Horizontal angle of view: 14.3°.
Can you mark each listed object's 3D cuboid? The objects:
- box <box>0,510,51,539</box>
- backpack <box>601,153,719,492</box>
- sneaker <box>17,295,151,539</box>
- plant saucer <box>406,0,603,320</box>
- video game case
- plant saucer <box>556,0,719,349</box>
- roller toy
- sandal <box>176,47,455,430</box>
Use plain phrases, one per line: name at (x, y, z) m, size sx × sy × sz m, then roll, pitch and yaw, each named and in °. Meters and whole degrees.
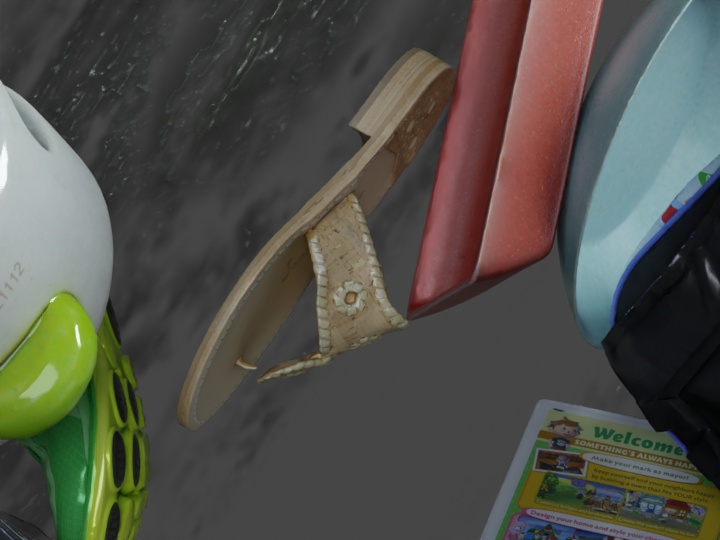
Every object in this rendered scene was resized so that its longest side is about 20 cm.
box at (-0.193, 0.214, 1.300) m, size 0.115 × 0.132 × 0.200 m, roll 41°, pitch 87°, yaw 13°
backpack at (0.208, 0.014, 1.242) m, size 0.190 × 0.154 × 0.200 m, roll -40°, pitch 82°, yaw 38°
sneaker at (-0.152, 0.051, 1.354) m, size 0.083 × 0.074 × 0.200 m, roll -20°, pitch 69°, yaw 7°
plant saucer at (0.070, -0.078, 1.290) m, size 0.037 × 0.200 × 0.200 m, roll 13°, pitch 83°, yaw -7°
video game case at (0.150, 0.140, 1.266) m, size 0.200 × 0.022 × 0.182 m, roll 11°, pitch 41°, yaw 15°
plant saucer at (0.134, -0.063, 1.283) m, size 0.039 × 0.201 × 0.201 m, roll 26°, pitch 84°, yaw 24°
roller toy at (-0.217, -0.013, 1.277) m, size 0.200 × 0.140 × 0.183 m, roll -9°, pitch 62°, yaw 19°
sandal at (-0.001, -0.002, 1.341) m, size 0.070 × 0.078 × 0.212 m, roll 31°, pitch 80°, yaw 16°
